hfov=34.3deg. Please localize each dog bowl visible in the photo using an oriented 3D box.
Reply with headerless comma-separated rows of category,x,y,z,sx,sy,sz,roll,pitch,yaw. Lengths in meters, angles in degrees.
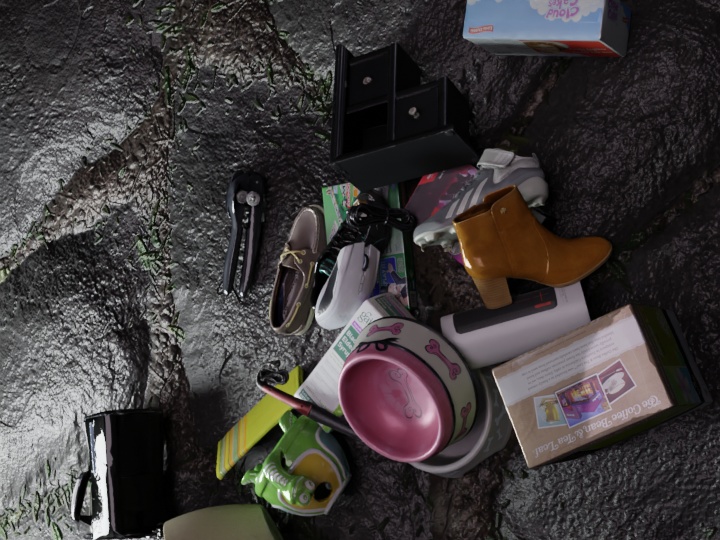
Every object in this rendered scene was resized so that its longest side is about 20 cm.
dog bowl,0.116,0.193,1.644,0.197,0.058,0.204,-2,87,30
dog bowl,0.055,0.167,1.555,0.197,0.074,0.203,17,125,26

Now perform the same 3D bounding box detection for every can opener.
can opener,-0.184,-0.058,1.844,0.062,0.079,0.204,2,91,-9

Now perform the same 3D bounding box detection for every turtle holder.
turtle holder,-0.081,0.285,1.689,0.131,0.186,0.142,34,67,7

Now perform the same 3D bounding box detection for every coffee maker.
coffee maker,-0.366,0.326,1.878,0.189,0.134,0.204,-8,81,27

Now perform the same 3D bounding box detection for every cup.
cup,-0.186,0.432,1.746,0.142,0.201,0.202,-29,71,-2

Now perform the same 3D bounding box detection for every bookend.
bookend,0.065,-0.238,1.649,0.197,0.092,0.202,-11,62,29

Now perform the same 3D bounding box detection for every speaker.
speaker,0.210,0.075,1.553,0.197,0.081,0.083,-16,79,11

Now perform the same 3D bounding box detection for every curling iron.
curling iron,-0.074,0.191,1.674,0.198,0.025,0.050,32,115,24

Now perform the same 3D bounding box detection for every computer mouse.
computer mouse,0.000,0.000,1.646,0.044,0.108,0.203,38,110,48

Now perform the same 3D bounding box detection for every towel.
towel,-0.154,0.235,1.795,0.200,0.018,0.087,-45,25,20

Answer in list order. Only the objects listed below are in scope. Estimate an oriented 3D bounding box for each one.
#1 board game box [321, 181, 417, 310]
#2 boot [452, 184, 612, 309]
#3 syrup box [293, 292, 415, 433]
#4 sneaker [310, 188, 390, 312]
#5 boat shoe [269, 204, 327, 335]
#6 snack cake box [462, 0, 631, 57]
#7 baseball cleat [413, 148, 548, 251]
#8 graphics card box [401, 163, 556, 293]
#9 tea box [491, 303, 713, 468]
board game box,0.012,-0.035,1.736,0.133,0.029,0.204,-9,83,31
boot,0.226,-0.047,1.518,0.198,0.071,0.146,-22,114,-5
syrup box,-0.002,0.132,1.686,0.079,0.081,0.201,45,117,16
sneaker,-0.016,-0.022,1.691,0.075,0.079,0.203,22,97,30
boat shoe,-0.095,-0.002,1.778,0.071,0.059,0.204,15,94,30
snack cake box,0.250,-0.332,1.565,0.197,0.114,0.069,8,90,30
baseball cleat,0.157,-0.100,1.584,0.197,0.070,0.108,-19,70,16
graphics card box,0.162,-0.073,1.638,0.199,0.051,0.127,39,105,25
tea box,0.304,0.145,1.457,0.198,0.196,0.136,-28,73,25
